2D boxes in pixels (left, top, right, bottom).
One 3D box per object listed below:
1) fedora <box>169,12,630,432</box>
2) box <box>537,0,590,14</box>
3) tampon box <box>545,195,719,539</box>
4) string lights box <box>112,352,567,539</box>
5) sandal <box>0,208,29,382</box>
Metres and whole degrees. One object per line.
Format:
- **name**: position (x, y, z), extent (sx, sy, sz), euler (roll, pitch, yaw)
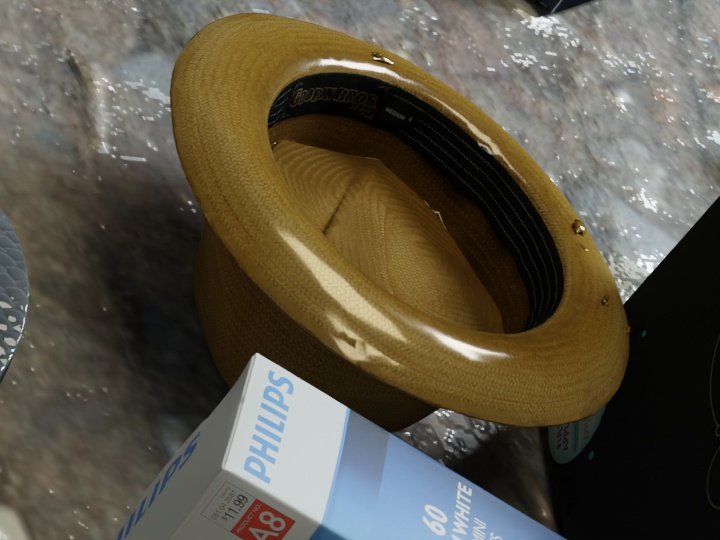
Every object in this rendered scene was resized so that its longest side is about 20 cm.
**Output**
- **fedora**: position (0.000, 0.000, 1.006), extent (0.200, 0.082, 0.201), euler (30, 29, -18)
- **box**: position (0.103, -0.231, 1.362), extent (0.182, 0.104, 0.200), euler (49, 34, 13)
- **tampon box**: position (0.172, 0.052, 1.002), extent (0.126, 0.200, 0.150), euler (23, 35, -23)
- **string lights box**: position (0.023, 0.121, 0.863), extent (0.199, 0.103, 0.059), euler (31, 33, -12)
- **sandal**: position (-0.146, 0.050, 0.848), extent (0.076, 0.043, 0.201), euler (21, 46, -14)
